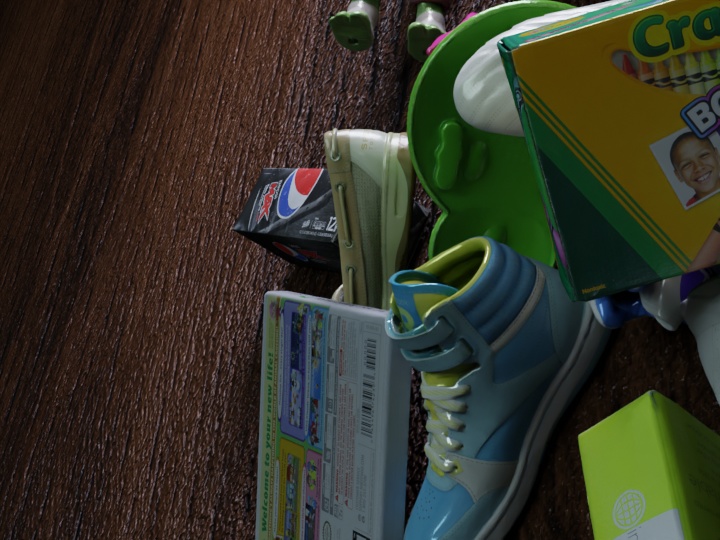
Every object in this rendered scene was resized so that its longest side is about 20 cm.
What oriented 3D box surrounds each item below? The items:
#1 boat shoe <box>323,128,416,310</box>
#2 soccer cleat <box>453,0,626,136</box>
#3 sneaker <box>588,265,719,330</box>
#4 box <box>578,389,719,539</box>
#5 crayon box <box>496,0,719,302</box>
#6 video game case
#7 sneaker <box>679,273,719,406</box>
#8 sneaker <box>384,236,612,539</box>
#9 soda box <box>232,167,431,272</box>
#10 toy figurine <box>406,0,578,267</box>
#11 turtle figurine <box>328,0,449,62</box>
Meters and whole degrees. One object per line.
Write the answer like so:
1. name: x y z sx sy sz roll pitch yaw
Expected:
1. boat shoe: 0.000 0.000 0.902 0.073 0.063 0.202 -79 -5 -61
2. soccer cleat: 0.148 -0.125 0.740 0.078 0.199 0.070 53 -155 -81
3. sneaker: 0.192 -0.037 0.671 0.200 0.080 0.147 -27 39 50
4. box: 0.151 0.157 0.510 0.048 0.122 0.201 -37 34 31
5. crayon box: 0.173 -0.073 0.594 0.199 0.119 0.058 -16 13 5
6. video game case: -0.021 0.120 0.867 0.182 0.022 0.201 8 97 61
7. sneaker: 0.238 0.018 0.575 0.200 0.070 0.081 -28 65 40
8. sneaker: 0.048 0.071 0.763 0.201 0.130 0.079 -63 28 -4
9. soda box: -0.028 -0.040 1.070 0.200 0.071 0.064 9 70 62
10. toy figurine: 0.093 -0.096 0.898 0.184 0.149 0.201 -98 19 -69
11. turtle figurine: 0.044 -0.288 1.113 0.200 0.143 0.195 -27 46 53
